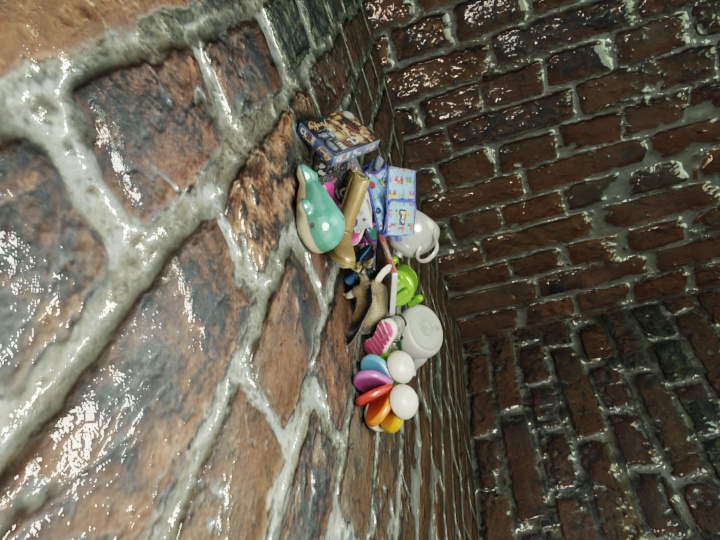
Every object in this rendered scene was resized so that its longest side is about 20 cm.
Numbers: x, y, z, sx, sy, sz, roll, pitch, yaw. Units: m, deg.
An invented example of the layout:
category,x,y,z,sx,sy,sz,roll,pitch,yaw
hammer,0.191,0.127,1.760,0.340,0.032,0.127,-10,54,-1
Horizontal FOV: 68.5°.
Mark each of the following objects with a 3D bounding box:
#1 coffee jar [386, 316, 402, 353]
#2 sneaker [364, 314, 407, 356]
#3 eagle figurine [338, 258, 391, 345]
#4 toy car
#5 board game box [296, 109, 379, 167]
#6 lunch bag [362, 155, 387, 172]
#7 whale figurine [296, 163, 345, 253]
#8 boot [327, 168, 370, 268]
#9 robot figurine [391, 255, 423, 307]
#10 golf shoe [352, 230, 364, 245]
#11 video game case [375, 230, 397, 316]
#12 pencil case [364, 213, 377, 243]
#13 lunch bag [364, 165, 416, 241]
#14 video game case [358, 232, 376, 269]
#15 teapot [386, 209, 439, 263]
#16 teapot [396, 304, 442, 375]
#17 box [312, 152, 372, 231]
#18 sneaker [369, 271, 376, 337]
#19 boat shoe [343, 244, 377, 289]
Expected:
category,x,y,z,sx,sy,sz,roll,pitch,yaw
coffee jar,0.088,0.245,1.610,0.106,0.082,0.205,83,6,-47
sneaker,0.073,0.187,1.456,0.074,0.086,0.202,51,-37,22
eagle figurine,0.011,0.077,1.382,0.150,0.146,0.209,170,-90,-70
toy car,0.047,0.302,1.346,0.146,0.175,0.206,18,51,-28
board game box,-0.054,-0.350,1.383,0.135,0.035,0.198,44,43,13
lunch bag,0.065,-0.276,1.676,0.163,0.074,0.201,57,19,-18
whale figurine,-0.094,-0.147,1.229,0.159,0.100,0.208,13,65,-73
boot,-0.026,-0.131,1.299,0.206,0.064,0.176,-68,-153,17
robot figurine,0.131,0.047,1.760,0.178,0.115,0.200,53,16,0
golf shoe,-0.011,-0.141,1.604,0.093,0.072,0.205,66,19,-44
video game case,0.071,0.005,1.484,0.203,0.017,0.147,-107,-166,-50
pencil case,0.040,-0.186,1.738,0.203,0.082,0.094,-104,177,-49
lunch bag,0.096,-0.186,1.532,0.148,0.091,0.209,-7,92,-53
video game case,0.044,-0.049,1.793,0.201,0.034,0.188,-59,135,-69
teapot,0.160,-0.109,1.730,0.150,0.193,0.200,-60,178,-5
teapot,0.189,0.227,1.894,0.197,0.145,0.202,43,50,-11
box,-0.045,-0.221,1.456,0.135,0.111,0.203,-88,159,-45
sneaker,0.033,0.105,1.601,0.088,0.072,0.207,79,9,-64
boat shoe,0.000,0.000,1.528,0.069,0.083,0.202,51,37,-17
